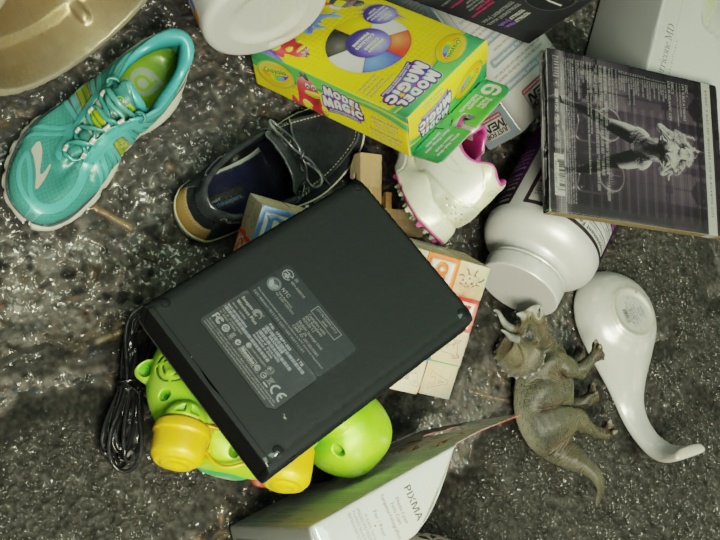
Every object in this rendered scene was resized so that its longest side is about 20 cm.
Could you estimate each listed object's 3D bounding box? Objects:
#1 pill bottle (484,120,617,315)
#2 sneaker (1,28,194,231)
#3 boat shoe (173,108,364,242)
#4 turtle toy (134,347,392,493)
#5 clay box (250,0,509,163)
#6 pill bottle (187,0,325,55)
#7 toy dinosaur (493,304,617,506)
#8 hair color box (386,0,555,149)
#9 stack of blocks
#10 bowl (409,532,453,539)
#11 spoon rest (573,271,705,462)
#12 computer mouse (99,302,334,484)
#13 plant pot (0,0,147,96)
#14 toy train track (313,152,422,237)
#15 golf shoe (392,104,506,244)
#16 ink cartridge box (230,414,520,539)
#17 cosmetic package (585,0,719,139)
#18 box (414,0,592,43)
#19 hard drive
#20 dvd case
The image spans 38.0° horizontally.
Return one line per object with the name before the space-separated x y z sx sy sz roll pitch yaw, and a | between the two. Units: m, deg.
pill bottle | 0.188 -0.060 0.984 0.112 0.112 0.201 38 65 -16
sneaker | -0.200 -0.117 0.806 0.077 0.079 0.201 41 64 -14
boat shoe | -0.067 -0.087 0.882 0.199 0.062 0.075 -32 93 -31
turtle toy | -0.068 0.099 0.763 0.198 0.101 0.147 15 58 -11
clay box | 0.017 -0.172 0.886 0.199 0.048 0.115 28 59 28
pill bottle | -0.112 -0.290 0.860 0.111 0.112 0.202 -13 70 -30
toy dinosaur | 0.178 0.120 0.974 0.101 0.077 0.202 -13 99 -12
hair color box | 0.109 -0.230 1.008 0.099 0.061 0.201 -43 99 -28
stack of blocks | -0.008 0.022 0.844 0.198 0.059 0.116 15 98 -20
bowl | 0.015 0.266 0.806 0.200 0.202 0.094 -28 58 -30
spoon rest | 0.270 0.095 1.035 0.098 0.061 0.202 -8 70 -30
computer mouse | -0.104 0.095 0.835 0.198 0.046 0.142 7 76 -18
plant pot | -0.260 -0.264 0.756 0.184 0.200 0.200 47 62 1
toy train track | 0.000 0.000 0.916 0.114 0.032 0.203 3 85 -34
golf shoe | 0.063 -0.120 0.913 0.075 0.091 0.202 33 31 -55
ink cartridge box | 0.016 0.175 0.812 0.199 0.160 0.048 -21 88 -30
cosmetic package | 0.349 -0.212 1.099 0.199 0.123 0.201 26 68 -19
box | 0.104 -0.296 0.915 0.198 0.122 0.107 14 73 -24
hard drive | -0.032 0.033 0.731 0.199 0.033 0.140 -33 77 -31
dvd case | 0.248 -0.113 0.951 0.198 0.016 0.151 6 77 -24
